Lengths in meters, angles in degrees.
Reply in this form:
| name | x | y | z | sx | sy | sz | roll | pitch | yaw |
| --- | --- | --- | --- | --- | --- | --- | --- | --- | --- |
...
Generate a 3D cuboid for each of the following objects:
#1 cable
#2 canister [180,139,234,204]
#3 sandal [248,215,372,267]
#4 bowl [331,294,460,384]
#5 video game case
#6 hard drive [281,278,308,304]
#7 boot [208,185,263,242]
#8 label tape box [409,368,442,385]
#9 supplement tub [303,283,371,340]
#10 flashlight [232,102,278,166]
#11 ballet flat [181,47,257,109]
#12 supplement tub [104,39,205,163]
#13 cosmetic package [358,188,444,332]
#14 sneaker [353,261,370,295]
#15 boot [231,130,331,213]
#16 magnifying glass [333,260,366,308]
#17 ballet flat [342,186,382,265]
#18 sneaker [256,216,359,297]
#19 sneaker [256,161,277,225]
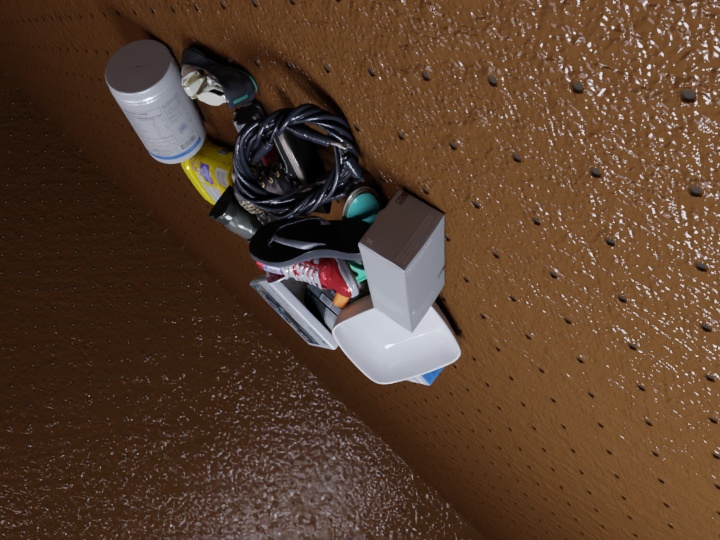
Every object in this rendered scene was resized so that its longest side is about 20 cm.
| name | x | y | z | sx | sy | sz | roll | pitch | yaw |
| --- | --- | --- | --- | --- | --- | --- | --- | --- | --- |
| cable | -0.099 | -0.146 | 0.826 | 0.194 | 0.052 | 0.164 | -13 | 140 | 19 |
| canister | -0.280 | -0.192 | 1.260 | 0.197 | 0.087 | 0.150 | 25 | 154 | 43 |
| sandal | -0.073 | -0.052 | 0.869 | 0.193 | 0.078 | 0.043 | -4 | 150 | 12 |
| bowl | 0.065 | 0.106 | 1.070 | 0.195 | 0.076 | 0.201 | -23 | 128 | 21 |
| video game case | -0.143 | 0.087 | 1.259 | 0.200 | 0.023 | 0.181 | 47 | 162 | -14 |
| hard drive | -0.115 | 0.007 | 1.270 | 0.026 | 0.133 | 0.202 | 31 | 159 | 24 |
| boot | -0.209 | -0.084 | 1.095 | 0.130 | 0.068 | 0.200 | 39 | -178 | -22 |
| label tape box | 0.085 | 0.178 | 1.335 | 0.145 | 0.063 | 0.199 | 48 | 162 | -11 |
| supplement tub | -0.019 | 0.085 | 1.225 | 0.199 | 0.122 | 0.124 | 36 | 163 | 38 |
| flashlight | -0.156 | -0.188 | 1.017 | 0.067 | 0.068 | 0.202 | 31 | 160 | 34 |
| ballet flat | -0.246 | -0.304 | 0.949 | 0.198 | 0.073 | 0.074 | 32 | 160 | 35 |
| supplement tub | -0.383 | -0.315 | 1.130 | 0.130 | 0.133 | 0.202 | 35 | 161 | 21 |
| cosmetic package | 0.066 | -0.008 | 0.867 | 0.089 | 0.108 | 0.201 | 32 | 162 | 20 |
| sneaker | 0.000 | 0.000 | 1.113 | 0.073 | 0.079 | 0.200 | 17 | 177 | 6 |
| boot | -0.138 | -0.157 | 0.940 | 0.145 | 0.075 | 0.201 | -2 | 151 | 19 |
| magnifying glass | -0.013 | 0.005 | 0.967 | 0.077 | 0.023 | 0.201 | 23 | 147 | -2 |
| ballet flat | 0.004 | -0.074 | 0.937 | 0.202 | 0.065 | 0.065 | 73 | 175 | -53 |
| sneaker | -0.090 | -0.004 | 0.914 | 0.200 | 0.110 | 0.073 | 44 | 155 | 41 |
| sneaker | -0.155 | -0.120 | 1.153 | 0.077 | 0.089 | 0.206 | -11 | 104 | 55 |
